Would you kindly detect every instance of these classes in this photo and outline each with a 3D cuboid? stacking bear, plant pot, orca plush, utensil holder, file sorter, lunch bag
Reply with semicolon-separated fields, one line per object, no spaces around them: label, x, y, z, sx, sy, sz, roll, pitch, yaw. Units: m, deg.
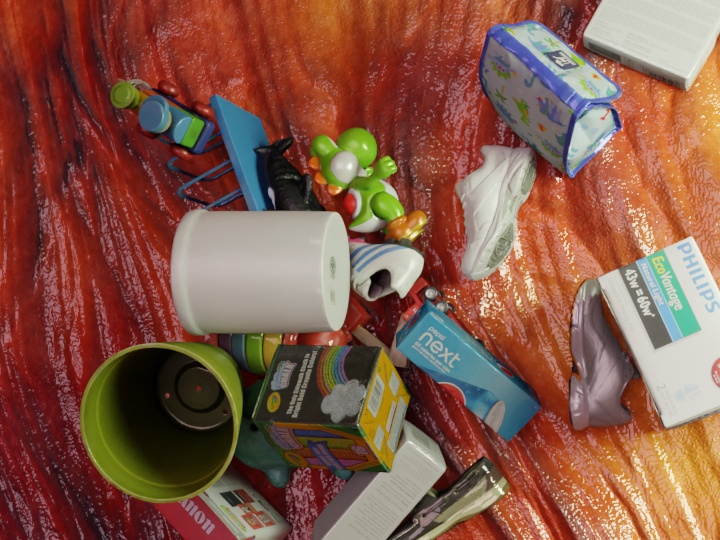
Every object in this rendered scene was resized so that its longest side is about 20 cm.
stacking bear;-0.114;0.102;1.515;0.199;0.121;0.114;6;115;20
plant pot;-0.236;0.174;1.403;0.200;0.193;0.201;1;98;7
orca plush;-0.080;-0.117;1.524;0.071;0.105;0.201;-46;44;39
utensil holder;-0.126;0.001;1.418;0.199;0.170;0.171;-1;81;12
file sorter;-0.197;-0.129;1.587;0.122;0.139;0.201;-27;74;18
lunch bag;0.248;-0.235;1.417;0.127;0.200;0.170;-47;70;7

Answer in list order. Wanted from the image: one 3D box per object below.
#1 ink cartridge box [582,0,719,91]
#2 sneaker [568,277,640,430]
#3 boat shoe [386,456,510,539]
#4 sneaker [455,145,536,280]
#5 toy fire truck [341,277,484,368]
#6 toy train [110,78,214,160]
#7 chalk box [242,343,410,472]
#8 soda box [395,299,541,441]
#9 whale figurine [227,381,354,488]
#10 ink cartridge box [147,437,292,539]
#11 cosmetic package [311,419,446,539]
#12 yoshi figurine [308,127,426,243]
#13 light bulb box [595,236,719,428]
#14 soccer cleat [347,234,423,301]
ink cartridge box;0.421;-0.366;1.467;0.162;0.050;0.200;29;83;21
sneaker;0.321;0.110;1.413;0.092;0.076;0.201;0;89;11
boat shoe;0.103;0.319;1.445;0.200;0.073;0.065;-32;85;2
sneaker;0.172;-0.083;1.494;0.099;0.078;0.201;18;79;27
toy fire truck;0.070;0.088;1.507;0.141;0.049;0.200;-41;72;9
toy train;-0.312;-0.238;1.514;0.200;0.116;0.085;33;98;24
chalk box;-0.055;0.180;1.412;0.199;0.124;0.125;-1;52;27
soda box;0.142;0.133;1.421;0.200;0.064;0.068;40;102;-7
whale figurine;-0.098;0.231;1.513;0.199;0.104;0.160;18;87;18
ink cartridge box;-0.218;0.327;1.501;0.200;0.176;0.084;42;96;20
cosmetic package;0.023;0.307;1.454;0.074;0.102;0.200;38;97;-7
yoshi figurine;0.019;-0.129;1.523;0.200;0.112;0.112;47;120;8
light bulb box;0.393;0.084;1.318;0.124;0.200;0.199;-25;74;13
soccer cleat;0.000;0.000;1.495;0.200;0.070;0.087;-1;57;47
